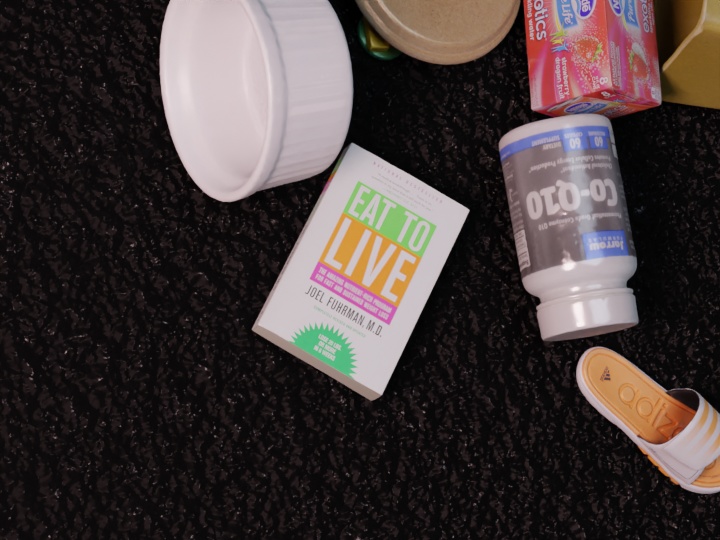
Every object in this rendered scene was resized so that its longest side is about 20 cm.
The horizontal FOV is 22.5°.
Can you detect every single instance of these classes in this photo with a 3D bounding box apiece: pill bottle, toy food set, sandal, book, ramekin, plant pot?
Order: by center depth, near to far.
[{"bbox_3d":[-0.090,-0.167,1.595,0.097,0.200,0.203,-10,82,-32],"label":"ramekin"},{"bbox_3d":[0.000,0.000,1.680,0.133,0.048,0.201,30,70,-11],"label":"book"},{"bbox_3d":[0.203,-0.039,1.735,0.113,0.114,0.202,-6,80,-24],"label":"pill bottle"},{"bbox_3d":[0.301,0.146,1.766,0.206,0.059,0.080,35,67,-13],"label":"sandal"},{"bbox_3d":[0.068,-0.297,1.771,0.196,0.049,0.203,-2,79,-24],"label":"toy food set"},{"bbox_3d":[0.414,-0.269,1.810,0.198,0.196,0.196,14,73,-5],"label":"plant pot"}]

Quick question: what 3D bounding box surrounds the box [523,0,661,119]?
[{"bbox_3d":[0.226,-0.256,1.786,0.095,0.099,0.203,10,73,-48],"label":"box"}]
